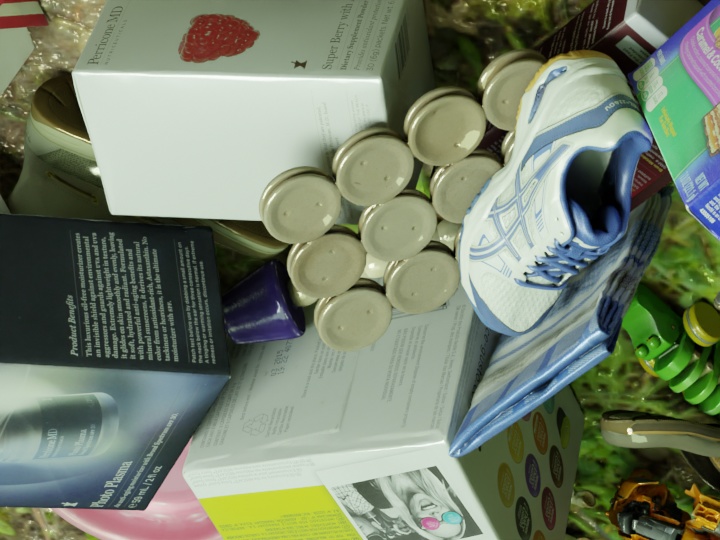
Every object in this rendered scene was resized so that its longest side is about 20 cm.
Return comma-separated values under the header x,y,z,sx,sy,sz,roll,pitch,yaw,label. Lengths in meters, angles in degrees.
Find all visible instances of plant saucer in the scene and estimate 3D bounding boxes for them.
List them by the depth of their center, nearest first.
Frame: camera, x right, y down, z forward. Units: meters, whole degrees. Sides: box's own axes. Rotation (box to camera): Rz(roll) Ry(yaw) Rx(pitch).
x,y,z,sx,sy,sz,roll,pitch,yaw,label
-0.170,0.139,1.735,0.199,0.051,0.202,9,135,10,plant saucer

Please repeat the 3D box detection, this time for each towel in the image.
x,y,z,sx,sy,sz,roll,pitch,yaw,label
0.128,0.028,1.421,0.024,0.200,0.147,44,124,-9,towel

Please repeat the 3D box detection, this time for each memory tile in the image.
x,y,z,sx,sy,sz,roll,pitch,yaw,label
0.044,-0.041,1.365,0.199,0.017,0.154,-27,133,0,memory tile

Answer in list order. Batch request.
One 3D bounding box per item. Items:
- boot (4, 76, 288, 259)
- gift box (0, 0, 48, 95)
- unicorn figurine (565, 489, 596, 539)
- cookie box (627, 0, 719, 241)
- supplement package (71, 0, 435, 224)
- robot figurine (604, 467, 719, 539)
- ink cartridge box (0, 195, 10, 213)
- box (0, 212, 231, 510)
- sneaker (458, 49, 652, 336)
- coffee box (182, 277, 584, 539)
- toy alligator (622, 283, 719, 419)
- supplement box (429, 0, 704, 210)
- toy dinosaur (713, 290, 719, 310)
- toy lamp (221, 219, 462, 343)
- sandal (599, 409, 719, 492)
x,y,z,sx,sy,sz,roll,pitch,yaw,label
-0.152,-0.033,1.549,0.199,0.072,0.155,26,135,-3,boot
-0.315,-0.150,1.417,0.185,0.185,0.201,2,138,27,gift box
0.165,0.236,1.721,0.200,0.074,0.137,50,138,-11,unicorn figurine
0.257,-0.118,1.230,0.200,0.172,0.075,-42,116,17,cookie box
-0.063,-0.113,1.407,0.198,0.122,0.120,2,133,14,supplement package
0.242,0.185,1.568,0.144,0.059,0.200,22,177,-6,robot figurine
-0.326,-0.023,1.548,0.199,0.116,0.068,-21,102,45,ink cartridge box
-0.213,0.065,1.472,0.197,0.124,0.200,4,146,-22,box
0.116,-0.029,1.335,0.075,0.088,0.201,-3,129,-23,sneaker
0.023,0.124,1.554,0.198,0.201,0.199,-10,129,25,coffee box
0.213,0.052,1.530,0.199,0.055,0.059,36,132,-18,toy alligator
0.148,-0.094,1.404,0.109,0.061,0.200,36,132,-19,supplement box
0.316,-0.019,1.442,0.199,0.061,0.106,-10,154,32,toy dinosaur
0.000,0.000,1.503,0.198,0.058,0.058,-20,127,11,toy lamp
0.257,0.134,1.556,0.198,0.055,0.080,8,177,-19,sandal
